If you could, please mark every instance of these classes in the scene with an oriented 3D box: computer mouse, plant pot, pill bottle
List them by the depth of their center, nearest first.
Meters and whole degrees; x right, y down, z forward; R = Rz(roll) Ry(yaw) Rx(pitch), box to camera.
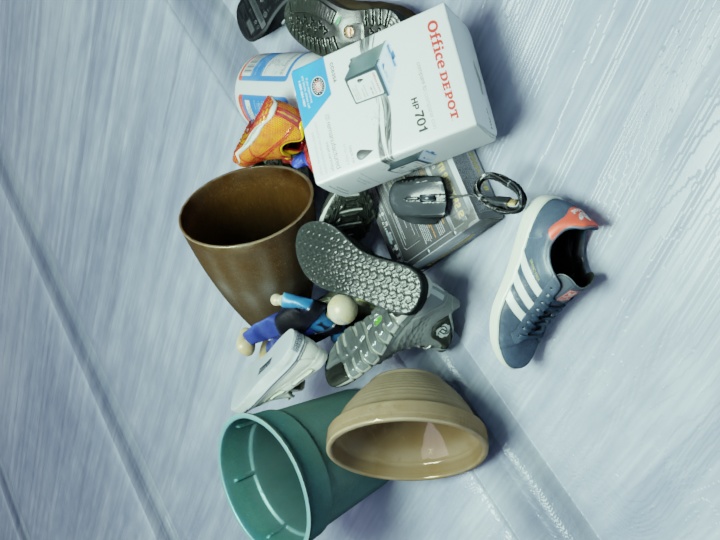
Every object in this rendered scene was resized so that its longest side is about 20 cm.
[{"bbox_3d":[0.101,-0.082,0.907,0.199,0.034,0.059,2,98,48],"label":"computer mouse"},{"bbox_3d":[0.057,0.186,0.997,0.201,0.200,0.093,-42,37,45],"label":"plant pot"},{"bbox_3d":[-0.075,-0.241,1.091,0.199,0.112,0.113,16,110,46],"label":"pill bottle"},{"bbox_3d":[-0.064,0.264,1.112,0.199,0.195,0.202,16,113,42],"label":"plant pot"},{"bbox_3d":[-0.136,-0.013,1.126,0.186,0.186,0.201,31,145,41],"label":"plant pot"},{"bbox_3d":[-0.096,-0.383,1.144,0.200,0.046,0.141,-42,71,39],"label":"computer mouse"}]

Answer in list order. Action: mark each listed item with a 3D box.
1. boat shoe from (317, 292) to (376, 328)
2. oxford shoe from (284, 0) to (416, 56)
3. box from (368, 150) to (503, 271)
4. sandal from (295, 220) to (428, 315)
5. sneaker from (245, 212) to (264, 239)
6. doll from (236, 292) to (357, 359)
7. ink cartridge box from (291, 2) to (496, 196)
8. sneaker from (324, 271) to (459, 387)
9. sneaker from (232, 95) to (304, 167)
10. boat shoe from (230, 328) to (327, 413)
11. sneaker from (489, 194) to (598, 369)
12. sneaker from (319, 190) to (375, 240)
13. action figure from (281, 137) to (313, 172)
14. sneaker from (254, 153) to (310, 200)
[{"bbox_3d":[-0.019,0.063,1.129,0.201,0.060,0.073,-4,95,49],"label":"boat shoe"},{"bbox_3d":[-0.010,-0.312,1.020,0.199,0.084,0.073,21,123,29],"label":"oxford shoe"},{"bbox_3d":[0.073,-0.116,0.995,0.158,0.048,0.201,-37,70,45],"label":"box"},{"bbox_3d":[0.000,0.001,0.969,0.200,0.048,0.076,28,101,31],"label":"sandal"},{"bbox_3d":[-0.159,-0.024,1.270,0.200,0.079,0.130,56,-178,-19],"label":"sneaker"},{"bbox_3d":[-0.075,0.076,1.072,0.199,0.136,0.049,-28,40,40],"label":"doll"},{"bbox_3d":[0.036,-0.189,0.910,0.199,0.086,0.148,-19,78,24],"label":"ink cartridge box"},{"bbox_3d":[0.051,0.095,1.007,0.200,0.115,0.075,-46,36,27],"label":"sneaker"},{"bbox_3d":[-0.122,-0.169,1.067,0.073,0.077,0.200,-66,17,-11],"label":"sneaker"},{"bbox_3d":[-0.110,0.149,1.084,0.200,0.069,0.071,-45,25,41],"label":"boat shoe"},{"bbox_3d":[0.200,0.025,0.856,0.084,0.075,0.202,31,120,46],"label":"sneaker"},{"bbox_3d":[-0.030,-0.062,1.071,0.201,0.073,0.080,104,154,-58],"label":"sneaker"},{"bbox_3d":[-0.052,-0.149,1.078,0.200,0.065,0.052,36,113,61],"label":"action figure"},{"bbox_3d":[-0.146,-0.186,1.202,0.077,0.088,0.201,-44,65,44],"label":"sneaker"}]
